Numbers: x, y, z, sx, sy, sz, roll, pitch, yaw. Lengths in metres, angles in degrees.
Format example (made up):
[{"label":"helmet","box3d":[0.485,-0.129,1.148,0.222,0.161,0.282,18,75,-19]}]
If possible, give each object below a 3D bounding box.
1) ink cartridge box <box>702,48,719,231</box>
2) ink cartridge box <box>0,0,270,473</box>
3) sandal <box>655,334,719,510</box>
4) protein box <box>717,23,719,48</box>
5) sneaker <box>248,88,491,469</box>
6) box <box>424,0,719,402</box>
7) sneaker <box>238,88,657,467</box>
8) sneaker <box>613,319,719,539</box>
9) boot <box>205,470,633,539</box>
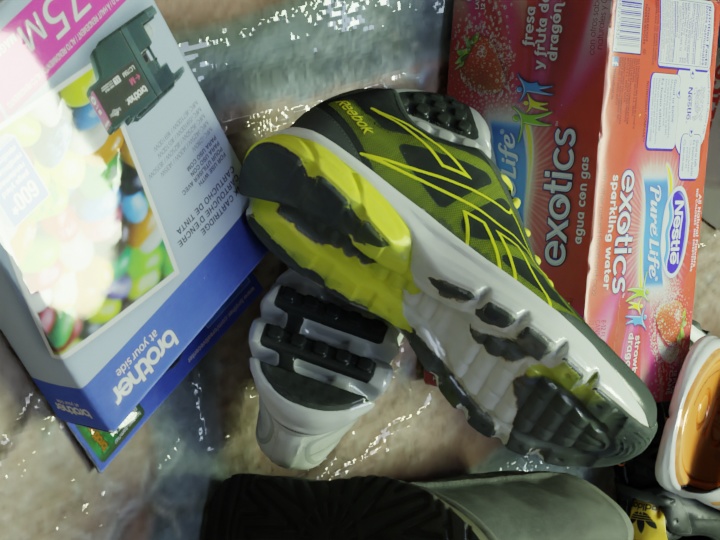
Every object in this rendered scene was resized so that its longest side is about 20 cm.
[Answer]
[{"label":"ink cartridge box","box3d":[0.279,-0.090,1.099,0.084,0.199,0.147,32,73,-48]},{"label":"ink cartridge box","box3d":[-0.102,-0.027,0.804,0.120,0.042,0.201,-49,131,-30]},{"label":"sandal","box3d":[0.206,0.088,1.034,0.206,0.059,0.080,30,76,-60]},{"label":"protein box","box3d":[0.204,-0.208,0.994,0.200,0.197,0.136,33,73,-46]},{"label":"sneaker","box3d":[0.000,0.000,0.908,0.081,0.075,0.201,104,11,-54]},{"label":"box","box3d":[0.102,-0.038,0.985,0.099,0.095,0.202,-3,99,-50]},{"label":"sneaker","box3d":[0.048,-0.005,0.832,0.200,0.075,0.085,40,52,0]},{"label":"sneaker","box3d":[0.165,0.100,1.099,0.090,0.069,0.201,-60,136,-27]},{"label":"boot","box3d":[0.054,0.125,0.906,0.199,0.181,0.073,14,91,-44]}]
